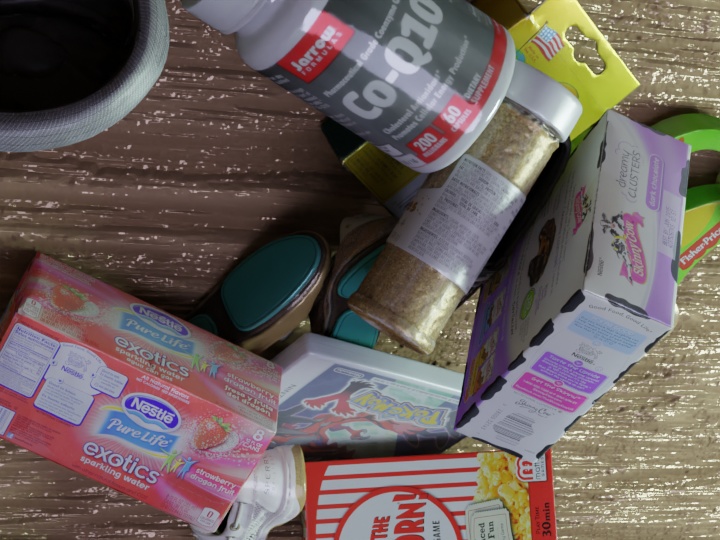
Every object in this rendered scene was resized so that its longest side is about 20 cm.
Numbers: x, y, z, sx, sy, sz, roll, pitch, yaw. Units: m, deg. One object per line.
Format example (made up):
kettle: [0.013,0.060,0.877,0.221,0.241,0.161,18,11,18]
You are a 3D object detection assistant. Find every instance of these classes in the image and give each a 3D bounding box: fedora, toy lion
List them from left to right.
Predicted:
fedora: [-0.217,-0.145,1.227,0.200,0.177,0.090,6,161,-5]
toy lion: [0.213,-0.048,1.555,0.200,0.069,0.192,-41,125,11]

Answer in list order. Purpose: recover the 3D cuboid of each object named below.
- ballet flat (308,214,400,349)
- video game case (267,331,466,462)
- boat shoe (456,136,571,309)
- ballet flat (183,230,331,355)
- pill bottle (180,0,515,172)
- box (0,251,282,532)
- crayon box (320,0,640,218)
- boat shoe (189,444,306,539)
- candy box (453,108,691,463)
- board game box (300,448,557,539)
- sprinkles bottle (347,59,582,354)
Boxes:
ballet flat: [0.000,0.000,1.456,0.068,0.067,0.200,1,149,-22]
video game case: [-0.014,0.118,1.560,0.200,0.023,0.182,16,142,-35]
boat shoe: [0.089,-0.036,1.432,0.067,0.057,0.200,8,124,-32]
ballet flat: [-0.089,0.041,1.485,0.200,0.069,0.063,-36,144,18]
pill bottle: [-0.009,-0.158,1.293,0.200,0.114,0.114,30,111,-23]
box: [-0.166,0.085,1.412,0.200,0.095,0.103,25,116,-12]
crayon box: [0.088,-0.118,1.438,0.200,0.051,0.127,-37,133,8]
boat shoe: [-0.104,0.183,1.555,0.069,0.071,0.200,2,153,-21]
candy box: [0.149,0.013,1.411,0.072,0.168,0.200,23,141,-11]
board game box: [0.054,0.220,1.574,0.200,0.046,0.152,-3,85,-7]
sprinkles bottle: [0.070,-0.043,1.337,0.068,0.068,0.200,36,84,-41]
